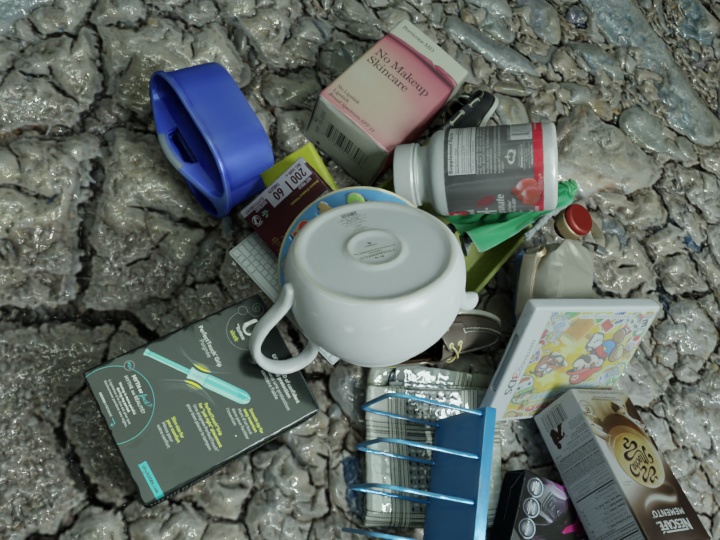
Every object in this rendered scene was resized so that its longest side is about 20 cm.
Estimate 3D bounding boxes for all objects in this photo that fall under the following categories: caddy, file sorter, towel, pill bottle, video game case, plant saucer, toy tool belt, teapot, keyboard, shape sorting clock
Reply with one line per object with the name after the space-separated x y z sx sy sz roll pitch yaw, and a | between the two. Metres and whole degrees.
-0.199 -0.164 0.844 0.105 0.141 0.200 -28 79 -27 | caddy
0.056 0.247 0.734 0.123 0.139 0.200 14 68 -12 | file sorter
0.096 0.219 0.844 0.192 0.035 0.200 6 68 -14 | towel
0.146 -0.127 0.852 0.200 0.111 0.111 -2 68 14 | pill bottle
0.264 0.115 0.850 0.200 0.182 0.023 1 33 -25 | video game case
0.112 -0.060 0.947 0.200 0.048 0.200 44 65 4 | plant saucer
-0.051 -0.065 0.891 0.086 0.018 0.200 -31 84 4 | towel
0.256 0.012 0.927 0.125 0.123 0.200 26 59 -21 | toy tool belt
0.012 0.032 0.703 0.200 0.146 0.197 13 42 15 | teapot
-0.085 0.032 0.875 0.200 0.011 0.056 47 65 5 | keyboard
0.000 0.000 0.793 0.200 0.039 0.200 0 88 6 | shape sorting clock

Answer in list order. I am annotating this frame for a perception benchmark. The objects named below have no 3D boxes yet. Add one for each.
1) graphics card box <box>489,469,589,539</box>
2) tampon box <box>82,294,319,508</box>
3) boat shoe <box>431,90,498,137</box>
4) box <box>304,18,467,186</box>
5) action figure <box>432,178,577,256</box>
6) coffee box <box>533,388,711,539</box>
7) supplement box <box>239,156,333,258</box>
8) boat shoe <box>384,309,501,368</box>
0.258 0.342 0.825 0.200 0.051 0.126 27 64 -11 | graphics card box
-0.175 0.145 0.742 0.200 0.126 0.150 -25 79 -24 | tampon box
0.150 -0.223 0.977 0.060 0.074 0.200 40 43 -11 | boat shoe
0.036 -0.239 0.958 0.128 0.109 0.200 40 65 2 | box
0.214 -0.081 0.911 0.200 0.055 0.118 -22 43 -14 | action figure
0.315 0.252 0.822 0.113 0.080 0.200 8 46 -32 | coffee box
-0.045 -0.032 0.849 0.109 0.061 0.200 -42 84 4 | supplement box
0.094 0.092 0.861 0.200 0.072 0.060 0 43 -17 | boat shoe
